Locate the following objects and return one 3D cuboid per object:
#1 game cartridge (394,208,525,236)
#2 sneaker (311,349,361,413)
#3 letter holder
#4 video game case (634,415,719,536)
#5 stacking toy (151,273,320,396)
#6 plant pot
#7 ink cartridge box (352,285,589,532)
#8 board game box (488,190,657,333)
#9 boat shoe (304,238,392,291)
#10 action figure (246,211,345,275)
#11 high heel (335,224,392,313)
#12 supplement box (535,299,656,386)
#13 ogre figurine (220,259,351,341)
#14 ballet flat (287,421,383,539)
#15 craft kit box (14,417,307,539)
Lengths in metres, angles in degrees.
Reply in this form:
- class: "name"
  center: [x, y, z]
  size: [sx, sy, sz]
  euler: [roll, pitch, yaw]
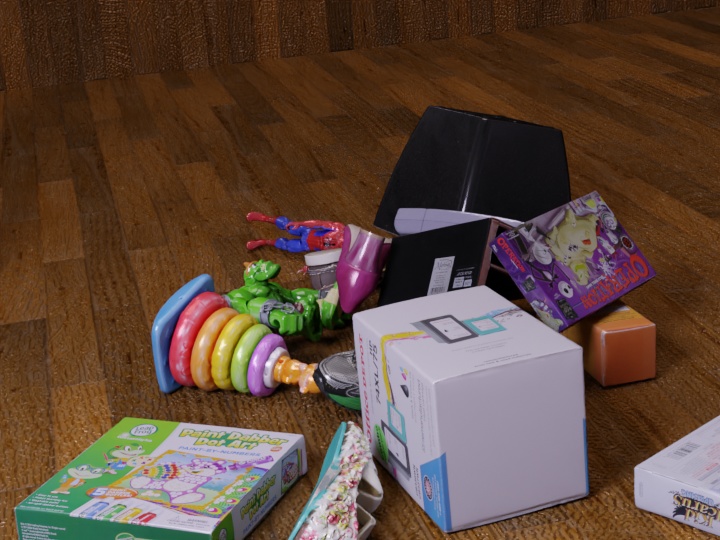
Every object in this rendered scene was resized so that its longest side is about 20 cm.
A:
- class: "game cartridge"
  center: [0.145, -0.030, 1.683]
  size: [0.200, 0.041, 0.133]
  euler: [9, -20, 23]
- class: "sneaker"
  center: [0.039, 0.086, 1.497]
  size: [0.200, 0.085, 0.078]
  euler: [-16, 48, -27]
- class: "letter holder"
  center: [0.135, 0.020, 1.616]
  size: [0.142, 0.101, 0.200]
  euler: [20, -15, -28]
- class: "video game case"
  center: [0.369, 0.177, 1.235]
  size: [0.200, 0.046, 0.181]
  euler: [-21, 23, -40]
- class: "stacking toy"
  center: [-0.118, 0.094, 1.547]
  size: [0.200, 0.110, 0.116]
  euler: [16, 43, 23]
- class: "plant pot"
  center: [0.161, -0.117, 1.889]
  size: [0.199, 0.178, 0.200]
  euler: [5, 10, -33]
- class: "ink cartridge box"
  center: [0.098, 0.120, 1.315]
  size: [0.146, 0.147, 0.200]
  euler: [-12, 19, -18]
- class: "board game box"
  center: [0.231, -0.011, 1.534]
  size: [0.200, 0.120, 0.032]
  euler: [-24, -10, -48]
- class: "boat shoe"
  center: [0.009, -0.006, 1.850]
  size: [0.072, 0.060, 0.200]
  euler: [-5, 5, 42]
- class: "action figure"
  center: [-0.095, -0.040, 1.977]
  size: [0.200, 0.065, 0.099]
  euler: [8, 14, 37]
- class: "high heel"
  center: [0.000, 0.000, 1.706]
  size: [0.067, 0.096, 0.200]
  euler: [21, 2, -6]
- class: "supplement box"
  center: [0.256, 0.061, 1.582]
  size: [0.069, 0.067, 0.200]
  euler: [-10, 20, -15]
- class: "ogre figurine"
  center: [-0.092, 0.044, 1.672]
  size: [0.120, 0.098, 0.200]
  euler: [9, 26, 18]
- class: "ballet flat"
  center: [-0.015, 0.203, 1.248]
  size: [0.064, 0.076, 0.200]
  euler: [28, 26, 0]
- class: "craft kit box"
  center: [-0.178, 0.200, 1.310]
  size: [0.200, 0.049, 0.197]
  euler: [3, 17, 21]
